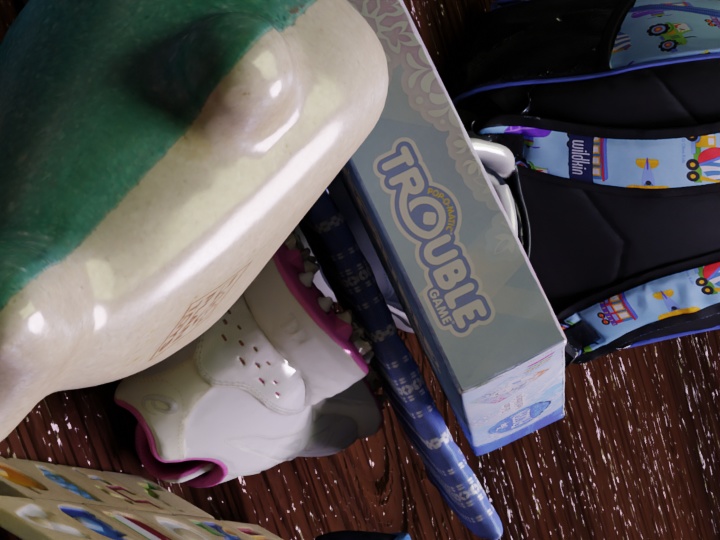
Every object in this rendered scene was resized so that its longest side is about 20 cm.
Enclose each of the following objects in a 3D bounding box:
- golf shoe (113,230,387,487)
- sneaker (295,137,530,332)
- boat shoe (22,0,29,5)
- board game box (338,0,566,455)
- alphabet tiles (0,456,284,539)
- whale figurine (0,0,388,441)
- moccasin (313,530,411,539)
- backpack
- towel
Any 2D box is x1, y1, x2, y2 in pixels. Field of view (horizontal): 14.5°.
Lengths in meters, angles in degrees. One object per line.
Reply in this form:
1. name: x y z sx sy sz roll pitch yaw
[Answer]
1. golf shoe: -0.043 0.041 1.027 0.075 0.091 0.200 52 -4 13
2. sneaker: 0.040 -0.014 1.228 0.200 0.079 0.079 -1 82 -70
3. boat shoe: -0.085 -0.142 0.968 0.076 0.072 0.200 -64 140 -55
4. board game box: 0.013 -0.041 1.000 0.199 0.043 0.200 72 -7 -79
5. alphabet tiles: -0.037 0.102 0.907 0.006 0.166 0.200 -63 156 3
6. whale figurine: -0.078 -0.027 0.804 0.104 0.159 0.200 43 42 3
7. moccasin: -0.034 0.158 1.000 0.200 0.068 0.081 -44 131 -63
8. backpack: 0.161 -0.059 1.376 0.135 0.199 0.183 -70 144 -49
9. towel: 0.000 0.000 1.059 0.200 0.024 0.145 63 -2 -6
